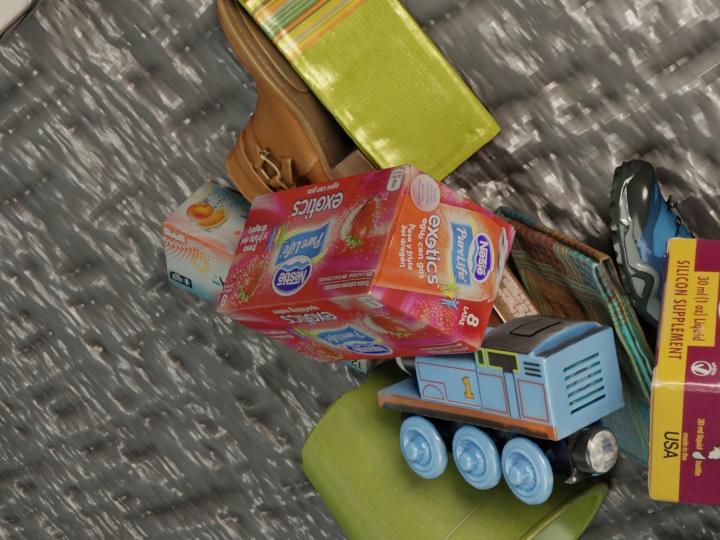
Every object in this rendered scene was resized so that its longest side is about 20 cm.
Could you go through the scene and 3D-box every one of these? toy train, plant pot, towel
[{"bbox_3d":[0.094,0.086,1.202,0.199,0.086,0.115,7,110,51],"label":"toy train"},{"bbox_3d":[0.058,0.173,1.371,0.190,0.199,0.201,45,146,19],"label":"plant pot"},{"bbox_3d":[0.001,-0.145,1.187,0.086,0.018,0.200,-38,100,13],"label":"towel"},{"bbox_3d":[0.163,0.056,1.223,0.146,0.022,0.201,31,151,60],"label":"towel"}]

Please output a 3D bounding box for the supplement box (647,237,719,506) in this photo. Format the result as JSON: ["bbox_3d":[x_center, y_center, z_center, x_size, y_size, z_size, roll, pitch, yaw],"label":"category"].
[{"bbox_3d":[0.272,0.065,1.034,0.198,0.131,0.104,3,131,11],"label":"supplement box"}]

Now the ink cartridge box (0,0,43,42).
[{"bbox_3d":[-0.308,-0.192,1.317,0.084,0.200,0.146,47,144,-11],"label":"ink cartridge box"}]

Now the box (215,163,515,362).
[{"bbox_3d":[0.000,0.000,1.212,0.099,0.096,0.199,27,161,-30],"label":"box"}]

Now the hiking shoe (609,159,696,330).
[{"bbox_3d":[0.223,0.011,1.147,0.086,0.075,0.201,-18,111,19],"label":"hiking shoe"}]

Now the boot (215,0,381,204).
[{"bbox_3d":[-0.062,-0.111,1.276,0.200,0.074,0.154,52,147,-7],"label":"boot"}]

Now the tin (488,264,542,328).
[{"bbox_3d":[0.090,0.047,1.282,0.201,0.042,0.112,56,152,7],"label":"tin"}]

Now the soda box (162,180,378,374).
[{"bbox_3d":[-0.059,0.004,1.389,0.199,0.064,0.069,24,138,25],"label":"soda box"}]
